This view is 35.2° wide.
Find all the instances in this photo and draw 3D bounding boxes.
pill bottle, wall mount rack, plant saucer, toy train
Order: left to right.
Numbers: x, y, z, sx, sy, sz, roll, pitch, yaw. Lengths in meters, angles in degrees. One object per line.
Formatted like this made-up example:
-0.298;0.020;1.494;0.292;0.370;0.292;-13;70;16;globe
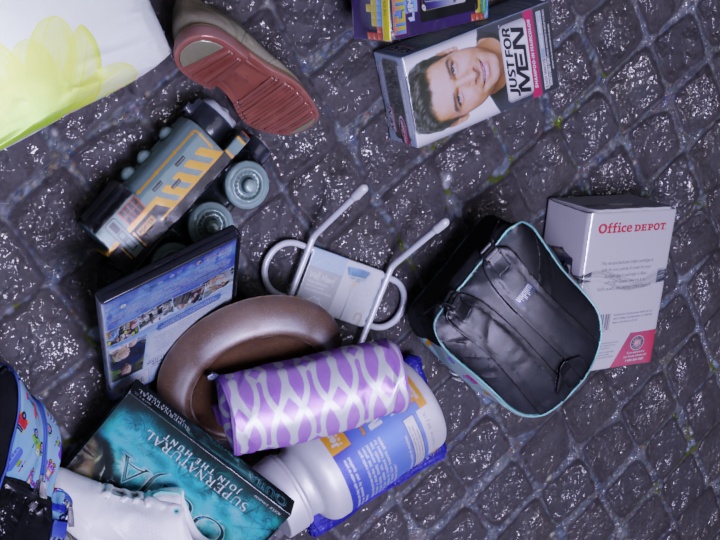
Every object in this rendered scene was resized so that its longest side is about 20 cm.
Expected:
-0.174;-0.068;1.082;0.201;0.085;0.114;-49;115;-10;toy train
-0.107;0.109;1.156;0.197;0.032;0.202;-15;135;-15;plant saucer
-0.016;0.189;1.197;0.198;0.112;0.114;-32;120;-22;pill bottle
0.000;0.000;1.213;0.198;0.074;0.176;19;96;-36;wall mount rack

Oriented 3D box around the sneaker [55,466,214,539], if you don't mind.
-0.209;0.234;1.082;0.199;0.075;0.089;37;95;-8;sneaker

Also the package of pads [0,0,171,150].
-0.277;-0.208;0.975;0.199;0.068;0.156;-34;120;-19;package of pads

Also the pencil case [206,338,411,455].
-0.049;0.124;1.117;0.196;0.085;0.086;-10;81;-14;pencil case

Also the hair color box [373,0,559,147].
0.118;-0.217;1.229;0.198;0.060;0.101;-25;117;-23;hair color box

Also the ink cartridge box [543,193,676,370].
0.297;0.012;1.402;0.143;0.084;0.204;-5;109;-31;ink cartridge box

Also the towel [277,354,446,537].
0.007;0.202;1.299;0.198;0.049;0.150;-29;119;-22;towel

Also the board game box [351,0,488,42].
0.059;-0.342;1.130;0.164;0.056;0.204;-22;117;-43;board game box

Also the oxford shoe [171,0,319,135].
-0.106;-0.197;1.088;0.070;0.075;0.200;-27;148;19;oxford shoe

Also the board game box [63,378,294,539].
-0.181;0.216;1.115;0.199;0.028;0.135;39;113;-10;board game box

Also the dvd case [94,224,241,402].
-0.180;0.045;1.075;0.141;0.018;0.201;-28;156;-24;dvd case

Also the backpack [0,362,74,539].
-0.339;0.190;0.996;0.134;0.180;0.203;40;48;-46;backpack

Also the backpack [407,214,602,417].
0.168;0.058;1.286;0.200;0.153;0.177;41;81;-14;backpack

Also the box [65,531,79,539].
-0.271;0.318;1.111;0.200;0.127;0.110;41;84;-34;box
